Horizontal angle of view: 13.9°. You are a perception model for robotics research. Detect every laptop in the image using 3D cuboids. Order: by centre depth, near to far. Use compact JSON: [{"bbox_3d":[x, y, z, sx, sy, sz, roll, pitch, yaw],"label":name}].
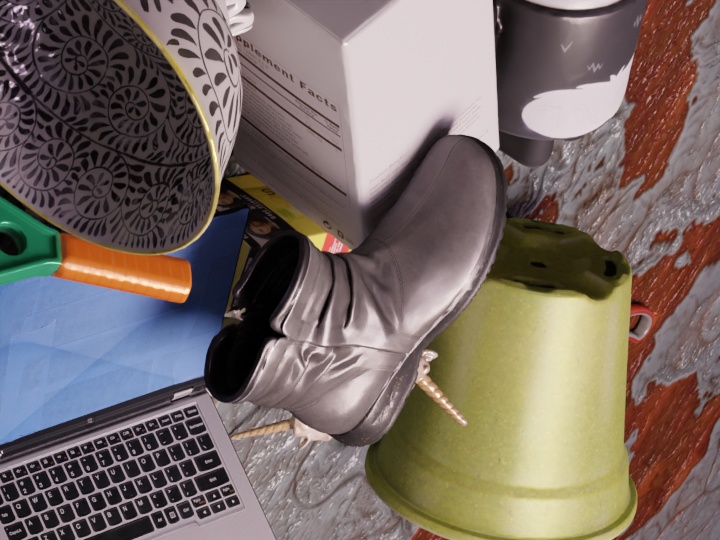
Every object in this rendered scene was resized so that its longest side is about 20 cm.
[{"bbox_3d":[-0.117,0.094,1.644,0.187,0.201,0.116,-18,169,-42],"label":"laptop"}]

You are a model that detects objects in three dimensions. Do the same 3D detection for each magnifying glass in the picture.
[{"bbox_3d":[-0.181,-0.012,1.561,0.199,0.080,0.022,11,145,-28],"label":"magnifying glass"}]

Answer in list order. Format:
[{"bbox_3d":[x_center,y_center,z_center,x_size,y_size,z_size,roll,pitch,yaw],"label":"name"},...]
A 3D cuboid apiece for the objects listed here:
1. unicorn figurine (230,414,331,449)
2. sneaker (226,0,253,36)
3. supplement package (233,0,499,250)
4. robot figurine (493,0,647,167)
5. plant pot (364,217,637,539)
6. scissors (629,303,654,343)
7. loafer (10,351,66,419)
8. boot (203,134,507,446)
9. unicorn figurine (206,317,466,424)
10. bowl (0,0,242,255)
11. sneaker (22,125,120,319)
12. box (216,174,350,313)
[{"bbox_3d":[0.011,0.038,1.979,0.200,0.074,0.138,-44,162,-31],"label":"unicorn figurine"},{"bbox_3d":[-0.120,-0.165,1.557,0.081,0.075,0.200,-38,148,-5],"label":"sneaker"},{"bbox_3d":[-0.003,-0.130,1.720,0.121,0.120,0.200,-40,150,-23],"label":"supplement package"},{"bbox_3d":[0.116,-0.166,1.869,0.151,0.124,0.201,-88,-174,-48],"label":"robot figurine"},{"bbox_3d":[0.114,0.071,2.087,0.200,0.200,0.185,-19,126,-48],"label":"plant pot"},{"bbox_3d":[0.176,0.052,2.330,0.073,0.014,0.200,-57,152,12],"label":"scissors"},{"bbox_3d":[-0.233,0.084,1.675,0.200,0.072,0.063,-48,168,-1],"label":"loafer"},{"bbox_3d":[0.000,0.000,1.676,0.131,0.070,0.201,27,86,-48],"label":"boot"},{"bbox_3d":[-0.042,0.054,1.811,0.137,0.199,0.074,-28,126,-72],"label":"unicorn figurine"},{"bbox_3d":[-0.127,-0.114,1.479,0.094,0.200,0.201,-49,155,-33],"label":"bowl"},{"bbox_3d":[-0.146,-0.046,1.649,0.087,0.075,0.200,-47,153,-24],"label":"sneaker"},{"bbox_3d":[-0.038,-0.025,1.836,0.200,0.075,0.050,-10,130,-52],"label":"box"}]
